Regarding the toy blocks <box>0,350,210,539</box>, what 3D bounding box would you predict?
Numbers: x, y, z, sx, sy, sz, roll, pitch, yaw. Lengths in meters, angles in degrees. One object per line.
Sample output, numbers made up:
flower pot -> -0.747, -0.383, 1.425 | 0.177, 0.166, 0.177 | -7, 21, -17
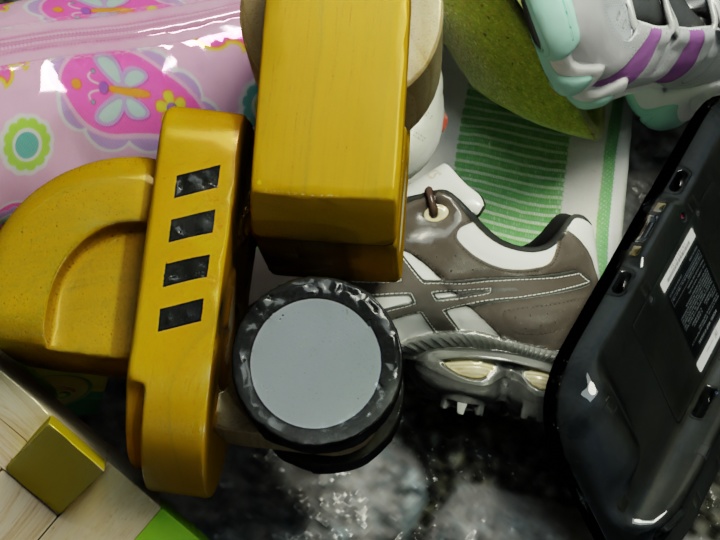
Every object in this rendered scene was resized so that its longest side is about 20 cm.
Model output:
toy blocks -> -0.170, 0.082, 0.841 | 0.200, 0.100, 0.137 | 42, 89, -6

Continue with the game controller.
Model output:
game controller -> 0.131, 0.021, 0.978 | 0.104, 0.042, 0.200 | 55, 48, -27

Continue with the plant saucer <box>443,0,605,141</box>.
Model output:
plant saucer -> 0.040, -0.174, 1.039 | 0.200, 0.048, 0.200 | 54, 25, -30

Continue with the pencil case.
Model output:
pencil case -> -0.104, -0.067, 0.919 | 0.199, 0.088, 0.088 | -11, 60, -27

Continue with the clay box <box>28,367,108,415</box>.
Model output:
clay box -> -0.203, 0.003, 0.921 | 0.199, 0.048, 0.115 | -3, 57, -17

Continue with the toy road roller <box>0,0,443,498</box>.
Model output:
toy road roller -> -0.051, -0.022, 0.842 | 0.145, 0.123, 0.201 | 6, 82, 2

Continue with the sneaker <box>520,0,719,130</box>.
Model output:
sneaker -> 0.150, -0.118, 0.985 | 0.200, 0.139, 0.078 | 2, 70, -66

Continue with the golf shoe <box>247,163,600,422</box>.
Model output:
golf shoe -> 0.000, 0.000, 0.945 | 0.199, 0.078, 0.095 | 11, 92, -17

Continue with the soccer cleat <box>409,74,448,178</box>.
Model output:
soccer cleat -> -0.022, -0.120, 1.005 | 0.069, 0.078, 0.201 | -30, 56, 16

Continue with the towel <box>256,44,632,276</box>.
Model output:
towel -> 0.018, -0.050, 1.035 | 0.199, 0.023, 0.153 | 13, 55, -7
